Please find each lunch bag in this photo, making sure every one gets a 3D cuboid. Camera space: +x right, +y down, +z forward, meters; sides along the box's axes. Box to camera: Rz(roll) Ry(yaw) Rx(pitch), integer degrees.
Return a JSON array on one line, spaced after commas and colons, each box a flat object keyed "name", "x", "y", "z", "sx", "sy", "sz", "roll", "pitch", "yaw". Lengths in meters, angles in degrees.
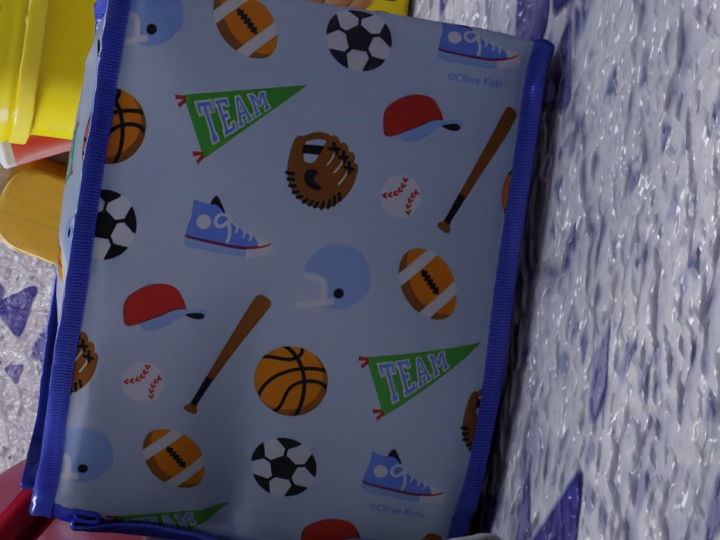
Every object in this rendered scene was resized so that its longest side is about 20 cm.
[{"name": "lunch bag", "x": -0.032, "y": 0.004, "z": 0.818, "sx": 0.124, "sy": 0.170, "sz": 0.201, "roll": 170, "pitch": 106, "yaw": -81}]

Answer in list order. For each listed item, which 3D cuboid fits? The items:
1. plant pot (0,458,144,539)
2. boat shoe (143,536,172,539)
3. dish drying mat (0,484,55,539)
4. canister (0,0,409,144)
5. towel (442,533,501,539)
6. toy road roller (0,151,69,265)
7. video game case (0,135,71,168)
[{"name": "plant pot", "x": -0.100, "y": 0.199, "z": 1.032, "sx": 0.179, "sy": 0.200, "sz": 0.200, "roll": 31, "pitch": 114, "yaw": 62}, {"name": "boat shoe", "x": -0.027, "y": 0.064, "z": 0.934, "sx": 0.200, "sy": 0.072, "sz": 0.071, "roll": -58, "pitch": -34, "yaw": -21}, {"name": "dish drying mat", "x": -0.114, "y": 0.074, "z": 0.877, "sx": 0.200, "sy": 0.018, "sz": 0.077, "roll": -49, "pitch": -2, "yaw": -34}, {"name": "canister", "x": -0.081, "y": -0.126, "z": 1.078, "sx": 0.087, "sy": 0.200, "sz": 0.149, "roll": 164, "pitch": 113, "yaw": -78}, {"name": "towel", "x": -0.055, "y": 0.126, "z": 0.804, "sx": 0.200, "sy": 0.192, "sz": 0.035, "roll": 125, "pitch": 145, "yaw": -68}, {"name": "toy road roller", "x": -0.126, "y": 0.005, "z": 1.220, "sx": 0.123, "sy": 0.200, "sz": 0.146, "roll": -92, "pitch": 27, "yaw": -68}, {"name": "video game case", "x": -0.112, "y": -0.107, "z": 1.184, "sx": 0.143, "sy": 0.200, "sz": 0.017, "roll": -139, "pitch": 35, "yaw": -63}]
